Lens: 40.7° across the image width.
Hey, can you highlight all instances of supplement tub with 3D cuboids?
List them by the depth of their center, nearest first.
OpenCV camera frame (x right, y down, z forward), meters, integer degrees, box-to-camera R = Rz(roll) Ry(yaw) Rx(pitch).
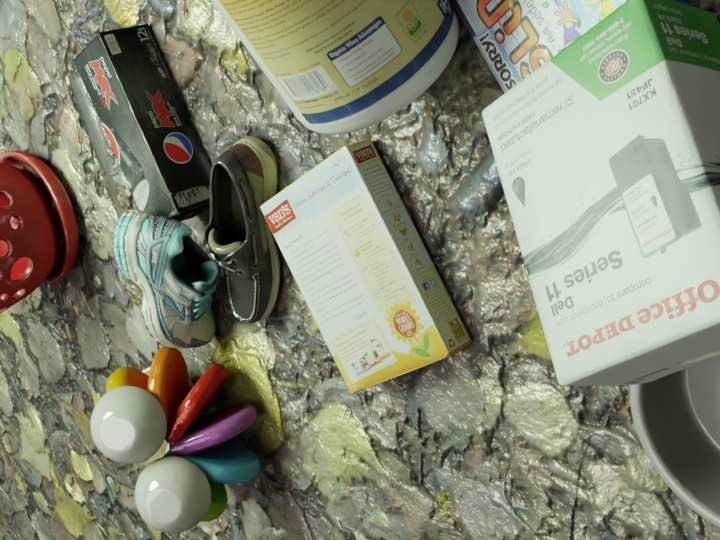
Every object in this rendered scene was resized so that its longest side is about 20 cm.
[{"bbox_3d":[-0.034,-0.212,0.682,0.144,0.145,0.200,2,140,45],"label":"supplement tub"}]

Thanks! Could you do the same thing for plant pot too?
[{"bbox_3d":[-0.470,-0.044,1.223,0.200,0.182,0.201,21,122,38],"label":"plant pot"}]

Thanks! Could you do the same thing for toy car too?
[{"bbox_3d":[-0.189,0.178,1.081,0.150,0.175,0.201,-31,93,9],"label":"toy car"}]

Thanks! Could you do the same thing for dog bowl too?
[{"bbox_3d":[0.268,0.090,0.633,0.200,0.059,0.201,22,124,38],"label":"dog bowl"}]

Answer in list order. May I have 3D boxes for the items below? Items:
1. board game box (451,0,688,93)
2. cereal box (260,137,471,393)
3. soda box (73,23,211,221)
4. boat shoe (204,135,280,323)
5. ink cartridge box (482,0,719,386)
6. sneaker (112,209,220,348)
[{"bbox_3d":[0.113,-0.225,0.659,0.135,0.034,0.201,-35,83,48],"label":"board game box"},{"bbox_3d":[0.000,0.000,0.875,0.144,0.039,0.201,-27,88,48],"label":"cereal box"},{"bbox_3d":[-0.221,-0.148,1.013,0.071,0.063,0.201,-23,91,48],"label":"soda box"},{"bbox_3d":[-0.122,-0.033,0.964,0.072,0.065,0.201,27,127,32],"label":"boat shoe"},{"bbox_3d":[0.172,-0.042,0.602,0.146,0.083,0.201,-34,63,46],"label":"ink cartridge box"},{"bbox_3d":[-0.185,0.021,1.016,0.086,0.078,0.200,4,144,20],"label":"sneaker"}]
